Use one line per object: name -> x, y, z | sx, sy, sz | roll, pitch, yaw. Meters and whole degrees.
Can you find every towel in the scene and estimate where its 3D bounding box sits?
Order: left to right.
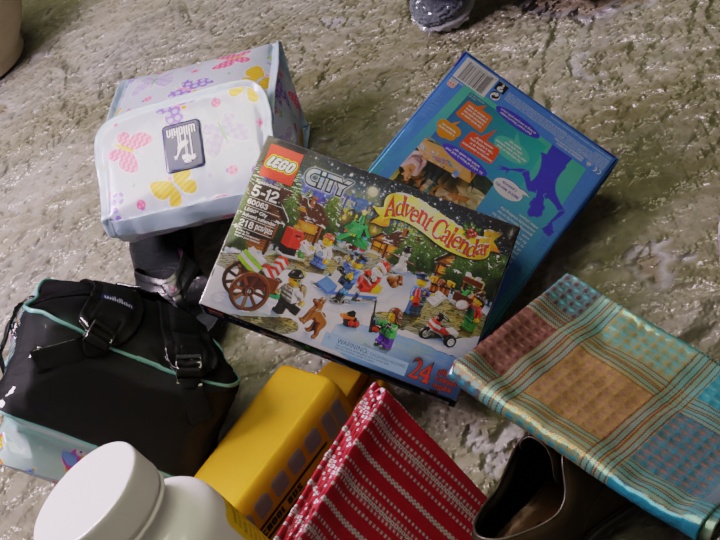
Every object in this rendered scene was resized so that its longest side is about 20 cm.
towel -> 0.008, 0.190, 0.950 | 0.022, 0.145, 0.200 | -11, 38, 49
towel -> 0.175, 0.083, 0.979 | 0.200, 0.022, 0.147 | 33, 45, 25

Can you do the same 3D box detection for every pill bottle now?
pill bottle -> -0.104, 0.199, 0.942 | 0.111, 0.200, 0.111 | -32, 28, 19

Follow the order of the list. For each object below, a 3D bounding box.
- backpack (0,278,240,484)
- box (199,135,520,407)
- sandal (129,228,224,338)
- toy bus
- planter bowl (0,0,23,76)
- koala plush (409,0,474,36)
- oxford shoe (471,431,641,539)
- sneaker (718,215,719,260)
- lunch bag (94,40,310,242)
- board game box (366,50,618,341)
backpack -> -0.190, 0.086, 1.148 | 0.200, 0.175, 0.154 | -115, 45, -71
box -> 0.000, 0.000, 1.106 | 0.199, 0.038, 0.137 | 20, 79, 5
sandal -> -0.173, 0.004, 1.334 | 0.075, 0.048, 0.201 | -28, 38, -2
toy bus -> -0.058, 0.140, 1.092 | 0.065, 0.078, 0.200 | 13, 54, 39
planter bowl -> -0.477, -0.289, 1.766 | 0.199, 0.135, 0.201 | -16, 39, 14
koala plush -> 0.119, -0.317, 1.429 | 0.199, 0.178, 0.184 | -18, 50, 6
oxford shoe -> 0.145, 0.125, 0.988 | 0.073, 0.085, 0.200 | 16, 54, 43
sneaker -> 0.317, 0.006, 1.019 | 0.081, 0.084, 0.200 | -44, 42, -19
lunch bag -> -0.140, -0.109, 1.360 | 0.169, 0.127, 0.200 | -11, 34, 11
board game box -> 0.082, -0.052, 1.176 | 0.152, 0.045, 0.200 | 37, 69, 8
